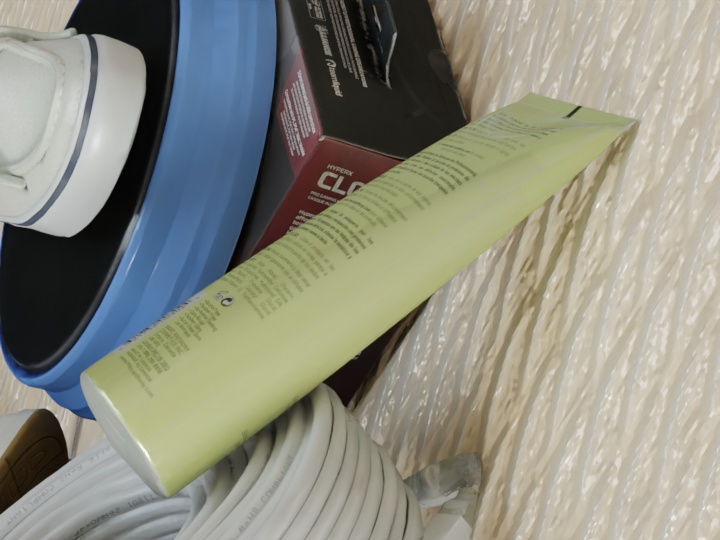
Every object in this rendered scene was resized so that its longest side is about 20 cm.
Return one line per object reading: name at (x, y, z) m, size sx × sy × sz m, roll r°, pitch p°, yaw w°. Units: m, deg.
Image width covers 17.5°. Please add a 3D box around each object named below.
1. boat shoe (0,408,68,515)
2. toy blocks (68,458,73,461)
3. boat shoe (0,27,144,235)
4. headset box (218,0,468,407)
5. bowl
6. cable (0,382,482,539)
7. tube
boat shoe at (-0.177, 0.131, 0.893) m, size 0.069 × 0.071 × 0.201 m, roll 8°, pitch 50°, yaw 25°
toy blocks at (-0.130, 0.167, 1.019) m, size 0.137 × 0.099 × 0.201 m, roll -119°, pitch 50°, yaw -71°
boat shoe at (-0.150, -0.061, 0.896) m, size 0.202 × 0.086 × 0.075 m, roll 4°, pitch 79°, yaw 66°
headset box at (-0.030, -0.029, 0.931) m, size 0.201 × 0.077 × 0.149 m, roll -58°, pitch 29°, yaw 33°
bowl at (-0.095, -0.041, 0.938) m, size 0.201 × 0.039 × 0.202 m, roll -44°, pitch 37°, yaw 48°
cable at (-0.075, 0.116, 0.799) m, size 0.199 × 0.069 × 0.200 m, roll -15°, pitch 25°, yaw 43°
tube at (0.000, 0.000, 0.790) m, size 0.058 × 0.200 × 0.052 m, roll 47°, pitch 164°, yaw 25°
